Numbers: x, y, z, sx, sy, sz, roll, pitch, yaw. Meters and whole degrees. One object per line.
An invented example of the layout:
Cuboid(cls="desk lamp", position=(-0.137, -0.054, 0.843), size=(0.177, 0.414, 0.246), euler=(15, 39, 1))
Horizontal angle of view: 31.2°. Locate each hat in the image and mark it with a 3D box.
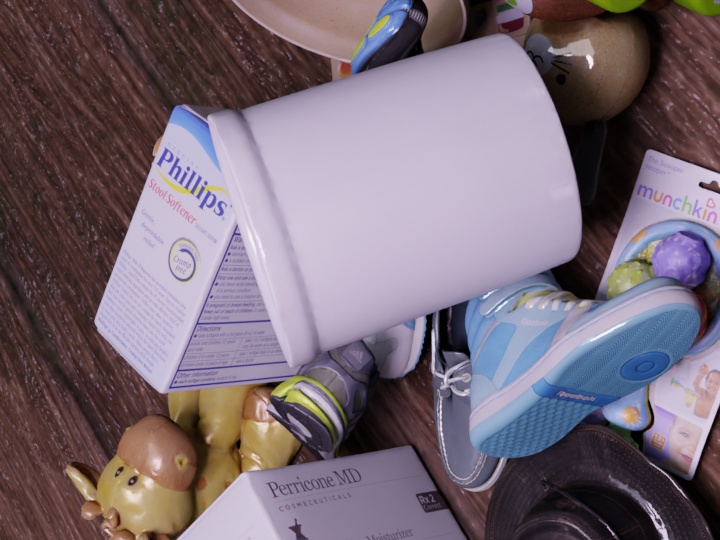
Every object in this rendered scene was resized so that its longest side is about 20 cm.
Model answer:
Cuboid(cls="hat", position=(0.141, 0.209, 0.880), size=(0.200, 0.081, 0.202), euler=(15, 112, 41))

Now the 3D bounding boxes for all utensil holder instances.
Cuboid(cls="utensil holder", position=(0.021, -0.050, 0.835), size=(0.199, 0.170, 0.171), euler=(-19, 73, -6))

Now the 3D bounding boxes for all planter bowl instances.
Cuboid(cls="planter bowl", position=(0.000, -0.263, 0.964), size=(0.199, 0.200, 0.135), euler=(-1, 63, 40))

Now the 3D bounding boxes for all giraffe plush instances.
Cuboid(cls="giraffe plush", position=(-0.158, 0.174, 1.104), size=(0.172, 0.162, 0.201), euler=(-1, 89, 40))

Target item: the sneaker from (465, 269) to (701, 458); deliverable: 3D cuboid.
Cuboid(cls="sneaker", position=(0.134, 0.028, 0.863), size=(0.200, 0.079, 0.131), euler=(-40, 43, 40))

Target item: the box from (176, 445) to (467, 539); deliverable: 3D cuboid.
Cuboid(cls="box", position=(-0.048, 0.249, 0.986), size=(0.200, 0.198, 0.131), euler=(-47, 62, 30))

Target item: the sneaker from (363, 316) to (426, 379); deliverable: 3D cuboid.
Cuboid(cls="sneaker", position=(0.000, 0.000, 0.987), size=(0.077, 0.080, 0.201), euler=(45, 150, 53))

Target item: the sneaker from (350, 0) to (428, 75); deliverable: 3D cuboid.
Cuboid(cls="sneaker", position=(0.040, -0.132, 0.944), size=(0.082, 0.200, 0.071), euler=(26, 67, 15))

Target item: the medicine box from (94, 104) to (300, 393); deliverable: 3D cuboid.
Cuboid(cls="medicine box", position=(-0.086, -0.015, 1.032), size=(0.103, 0.182, 0.201), euler=(37, 113, 34))

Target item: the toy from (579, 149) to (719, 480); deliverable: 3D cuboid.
Cuboid(cls="toy", position=(0.201, 0.029, 0.874), size=(0.115, 0.047, 0.201), euler=(26, 107, 37))

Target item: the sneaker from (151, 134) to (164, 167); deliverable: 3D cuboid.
Cuboid(cls="sneaker", position=(-0.135, -0.027, 1.149), size=(0.077, 0.078, 0.201), euler=(-6, 92, 22))

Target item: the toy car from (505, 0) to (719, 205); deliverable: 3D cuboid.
Cuboid(cls="toy car", position=(0.140, -0.154, 0.874), size=(0.164, 0.157, 0.201), euler=(42, 128, 46))

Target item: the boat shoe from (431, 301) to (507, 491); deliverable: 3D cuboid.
Cuboid(cls="boat shoe", position=(0.073, 0.068, 0.974), size=(0.073, 0.062, 0.201), euler=(2, 91, 41))

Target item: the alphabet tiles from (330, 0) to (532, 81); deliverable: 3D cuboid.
Cuboid(cls="alphabet tiles", position=(0.052, -0.183, 1.030), size=(0.199, 0.008, 0.168), euler=(-8, 85, 41))

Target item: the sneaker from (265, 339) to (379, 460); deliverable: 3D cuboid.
Cuboid(cls="sneaker", position=(-0.022, 0.100, 1.008), size=(0.074, 0.200, 0.081), euler=(43, 78, 2))
